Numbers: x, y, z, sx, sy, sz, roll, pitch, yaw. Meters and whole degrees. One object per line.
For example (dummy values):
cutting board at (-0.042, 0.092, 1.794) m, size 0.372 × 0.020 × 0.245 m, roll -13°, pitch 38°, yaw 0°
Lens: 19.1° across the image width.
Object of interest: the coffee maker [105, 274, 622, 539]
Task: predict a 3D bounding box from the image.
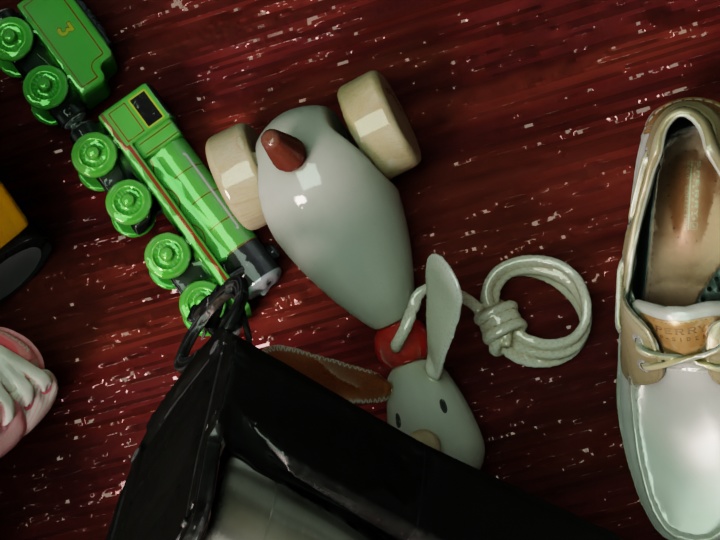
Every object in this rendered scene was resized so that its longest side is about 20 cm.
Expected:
coffee maker at (0.007, 0.116, 0.884) m, size 0.199 × 0.135 × 0.193 m, roll 28°, pitch 59°, yaw -15°

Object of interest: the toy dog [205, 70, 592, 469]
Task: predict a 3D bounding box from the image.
toy dog at (0.000, 0.000, 0.968) m, size 0.132 × 0.096 × 0.200 m, roll -46°, pitch 79°, yaw 11°

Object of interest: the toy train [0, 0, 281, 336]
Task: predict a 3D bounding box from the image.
toy train at (-0.109, -0.054, 1.037) m, size 0.056 × 0.042 × 0.200 m, roll -36°, pitch 82°, yaw -8°

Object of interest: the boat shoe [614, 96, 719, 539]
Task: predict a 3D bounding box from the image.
boat shoe at (0.142, 0.025, 0.941) m, size 0.074 × 0.068 × 0.201 m, roll -5°, pitch 86°, yaw 17°

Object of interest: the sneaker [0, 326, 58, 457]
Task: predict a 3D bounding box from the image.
sneaker at (-0.199, 0.064, 0.983) m, size 0.075 × 0.200 × 0.105 m, roll 39°, pitch 86°, yaw 5°

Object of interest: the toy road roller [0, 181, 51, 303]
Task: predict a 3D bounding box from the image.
toy road roller at (-0.242, -0.025, 0.998) m, size 0.146 × 0.200 × 0.123 m, roll -40°, pitch 77°, yaw -11°
